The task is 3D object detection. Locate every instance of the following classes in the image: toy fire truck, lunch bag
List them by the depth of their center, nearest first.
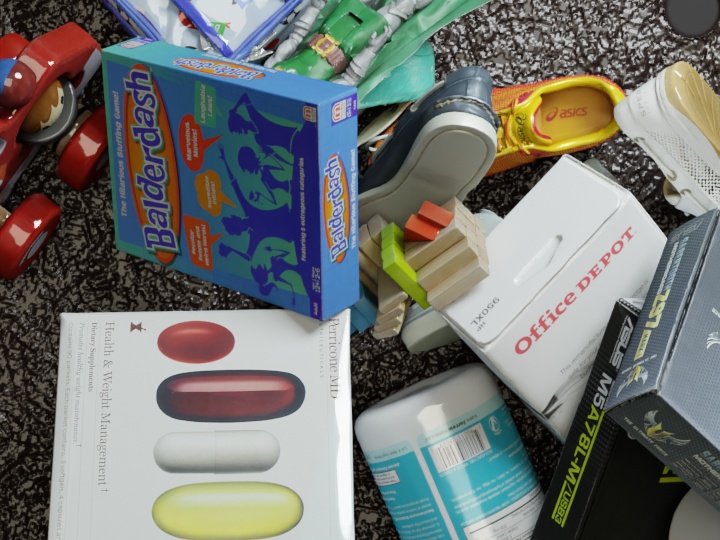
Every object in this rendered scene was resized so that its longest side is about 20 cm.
[{"bbox_3d":[-0.251,-0.086,1.084,0.112,0.168,0.201,37,88,-2],"label":"toy fire truck"},{"bbox_3d":[-0.123,-0.233,1.133,0.160,0.076,0.200,-42,86,-6],"label":"lunch bag"}]

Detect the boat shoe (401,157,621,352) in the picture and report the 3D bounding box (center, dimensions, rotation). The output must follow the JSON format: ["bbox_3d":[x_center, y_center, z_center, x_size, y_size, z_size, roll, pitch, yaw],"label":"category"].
[{"bbox_3d":[0.108,-0.013,1.155,0.200,0.070,0.072,-32,73,-2],"label":"boat shoe"}]

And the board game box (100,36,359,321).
[{"bbox_3d":[-0.090,-0.066,1.065,0.199,0.045,0.154,17,120,35],"label":"board game box"}]

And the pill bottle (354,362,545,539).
[{"bbox_3d":[0.081,0.177,1.124,0.110,0.111,0.202,-23,91,-2],"label":"pill bottle"}]

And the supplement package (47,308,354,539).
[{"bbox_3d":[-0.103,0.141,1.069,0.197,0.147,0.193,-1,65,-2],"label":"supplement package"}]

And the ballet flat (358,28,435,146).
[{"bbox_3d":[-0.034,-0.115,1.147,0.198,0.067,0.071,-22,105,0],"label":"ballet flat"}]

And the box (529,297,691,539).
[{"bbox_3d":[0.228,0.116,1.085,0.198,0.047,0.195,4,110,-36],"label":"box"}]

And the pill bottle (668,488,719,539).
[{"bbox_3d":[0.301,0.213,1.080,0.199,0.119,0.120,34,88,-43],"label":"pill bottle"}]

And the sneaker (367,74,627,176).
[{"bbox_3d":[0.099,-0.105,1.142,0.198,0.077,0.074,-18,91,6],"label":"sneaker"}]

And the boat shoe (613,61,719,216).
[{"bbox_3d":[0.253,-0.071,1.136,0.069,0.071,0.200,-22,129,33],"label":"boat shoe"}]

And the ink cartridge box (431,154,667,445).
[{"bbox_3d":[0.164,0.040,1.094,0.145,0.084,0.200,-46,127,-2],"label":"ink cartridge box"}]

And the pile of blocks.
[{"bbox_3d":[0.000,0.000,1.087,0.062,0.199,0.083,43,49,-27],"label":"pile of blocks"}]

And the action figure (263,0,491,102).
[{"bbox_3d":[-0.006,-0.166,1.099,0.118,0.055,0.200,37,75,26],"label":"action figure"}]

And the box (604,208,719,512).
[{"bbox_3d":[0.256,0.083,0.979,0.200,0.051,0.158,41,52,-14],"label":"box"}]

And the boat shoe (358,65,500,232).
[{"bbox_3d":[0.039,-0.072,1.095,0.074,0.200,0.062,17,58,-11],"label":"boat shoe"}]
